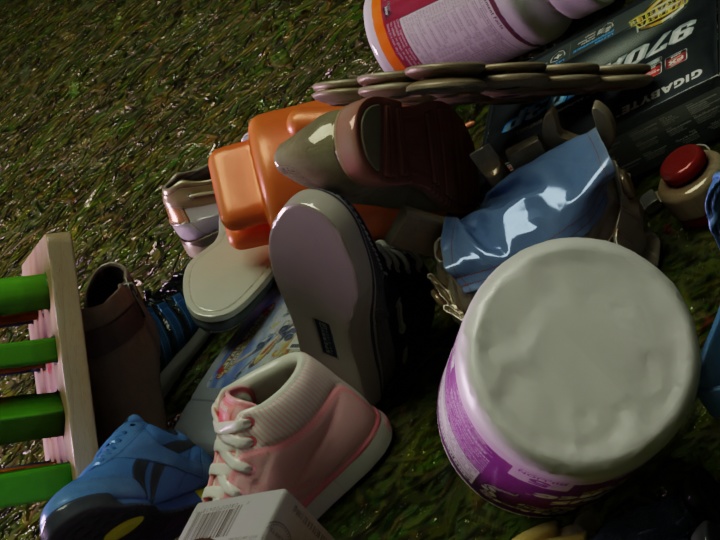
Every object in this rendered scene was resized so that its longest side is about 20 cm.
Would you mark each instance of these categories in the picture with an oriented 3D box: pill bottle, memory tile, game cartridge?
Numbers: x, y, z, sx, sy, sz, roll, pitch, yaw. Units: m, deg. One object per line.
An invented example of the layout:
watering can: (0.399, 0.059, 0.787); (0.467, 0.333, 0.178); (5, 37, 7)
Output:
pill bottle: (0.096, 0.063, 0.810); (0.112, 0.112, 0.200); (-47, -10, -12)
memory tile: (0.081, -0.121, 1.064); (0.199, 0.017, 0.153); (-5, 2, -38)
game cartridge: (-0.052, 0.063, 1.191); (0.133, 0.042, 0.200); (1, 48, 50)
pill bottle: (0.108, -0.227, 1.343); (0.199, 0.110, 0.110); (-20, 32, 38)

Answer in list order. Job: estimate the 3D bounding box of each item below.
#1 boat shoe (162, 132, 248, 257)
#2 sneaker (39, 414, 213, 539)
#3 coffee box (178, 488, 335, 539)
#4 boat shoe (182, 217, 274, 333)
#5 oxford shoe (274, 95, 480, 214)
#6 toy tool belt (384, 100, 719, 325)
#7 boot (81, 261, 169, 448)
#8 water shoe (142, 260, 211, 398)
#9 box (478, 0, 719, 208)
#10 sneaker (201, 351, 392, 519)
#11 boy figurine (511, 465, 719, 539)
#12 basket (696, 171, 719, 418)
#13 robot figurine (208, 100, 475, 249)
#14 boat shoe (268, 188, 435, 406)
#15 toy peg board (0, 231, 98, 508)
boat shoe: (-0.077, -0.089, 1.401); (0.199, 0.069, 0.075); (-32, 22, -10)
sneaker: (-0.157, 0.137, 1.048); (0.066, 0.079, 0.200); (-38, -14, 16)
coffee box: (-0.070, 0.232, 0.854); (0.079, 0.114, 0.201); (-15, 36, 42)
boat shoe: (-0.093, 0.005, 1.291); (0.072, 0.062, 0.200); (-2, 27, 7)
oxford shoe: (0.017, -0.073, 1.048); (0.073, 0.200, 0.071); (-10, 78, 28)
toy tool belt: (0.124, -0.039, 1.001); (0.200, 0.123, 0.125); (-35, 26, 12)
boot: (-0.180, 0.089, 1.188); (0.070, 0.147, 0.200); (-12, 25, 0)
water shoe: (-0.175, 0.046, 1.335); (0.071, 0.079, 0.201); (-16, 35, 41)
box: (0.179, -0.123, 1.148); (0.199, 0.046, 0.159); (-26, 29, 29)
sneaker: (-0.079, 0.136, 1.030); (0.200, 0.105, 0.075); (-47, 27, -9)
boy figurine: (0.093, 0.172, 0.779); (0.199, 0.064, 0.125); (-32, 25, 20)
basket: (0.247, -0.015, 0.773); (0.176, 0.139, 0.200); (-26, 20, 29)
robot figurine: (-0.011, -0.075, 1.217); (0.199, 0.145, 0.117); (-14, 30, -2)
boat shoe: (0.000, 0.000, 1.052); (0.074, 0.201, 0.093); (26, 57, 23)
toy peg board: (-0.255, 0.087, 1.168); (0.097, 0.201, 0.199); (-6, -4, -18)
